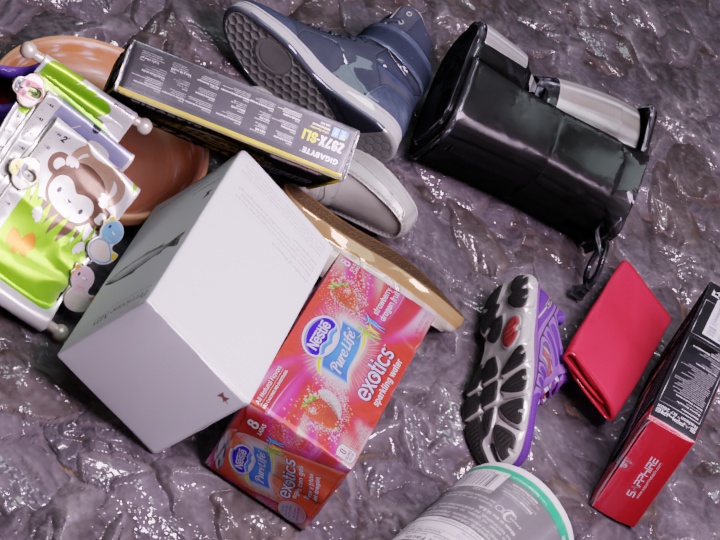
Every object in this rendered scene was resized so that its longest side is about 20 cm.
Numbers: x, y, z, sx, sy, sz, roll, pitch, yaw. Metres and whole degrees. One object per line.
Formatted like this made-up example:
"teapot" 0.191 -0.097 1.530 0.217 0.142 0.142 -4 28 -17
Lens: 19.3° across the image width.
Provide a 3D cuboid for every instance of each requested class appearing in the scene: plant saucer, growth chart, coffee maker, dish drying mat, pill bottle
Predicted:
"plant saucer" -0.227 -0.114 1.805 0.199 0.038 0.201 18 45 -19
"growth chart" -0.243 -0.058 1.663 0.144 0.018 0.201 27 83 -26
"coffee maker" 0.156 -0.110 1.965 0.199 0.135 0.193 24 46 -14
"dish drying mat" 0.233 0.061 1.922 0.077 0.018 0.200 51 31 -6
"pill bottle" 0.069 0.241 1.625 0.113 0.113 0.200 44 44 10

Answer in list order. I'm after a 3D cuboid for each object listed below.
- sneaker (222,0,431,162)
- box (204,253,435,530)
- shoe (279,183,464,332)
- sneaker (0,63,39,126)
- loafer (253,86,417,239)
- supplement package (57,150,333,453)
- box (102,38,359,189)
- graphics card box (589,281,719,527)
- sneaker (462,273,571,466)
"sneaker" -0.023 -0.211 1.975 0.202 0.077 0.147 39 54 -11
"box" -0.030 0.095 1.703 0.099 0.096 0.200 33 43 -1
"shoe" 0.000 0.000 1.844 0.199 0.054 0.070 34 10 -7
"sneaker" -0.331 -0.137 1.689 0.198 0.084 0.081 -10 61 -9
"loafer" -0.042 -0.085 1.877 0.199 0.070 0.070 32 48 7
"supplement package" -0.127 0.023 1.669 0.117 0.117 0.201 48 39 -18
"box" -0.111 -0.126 1.747 0.199 0.160 0.050 21 88 -11
"graphics card box" 0.272 0.116 1.851 0.051 0.126 0.200 29 42 4
"sneaker" 0.148 0.092 1.835 0.083 0.080 0.201 36 46 -23
